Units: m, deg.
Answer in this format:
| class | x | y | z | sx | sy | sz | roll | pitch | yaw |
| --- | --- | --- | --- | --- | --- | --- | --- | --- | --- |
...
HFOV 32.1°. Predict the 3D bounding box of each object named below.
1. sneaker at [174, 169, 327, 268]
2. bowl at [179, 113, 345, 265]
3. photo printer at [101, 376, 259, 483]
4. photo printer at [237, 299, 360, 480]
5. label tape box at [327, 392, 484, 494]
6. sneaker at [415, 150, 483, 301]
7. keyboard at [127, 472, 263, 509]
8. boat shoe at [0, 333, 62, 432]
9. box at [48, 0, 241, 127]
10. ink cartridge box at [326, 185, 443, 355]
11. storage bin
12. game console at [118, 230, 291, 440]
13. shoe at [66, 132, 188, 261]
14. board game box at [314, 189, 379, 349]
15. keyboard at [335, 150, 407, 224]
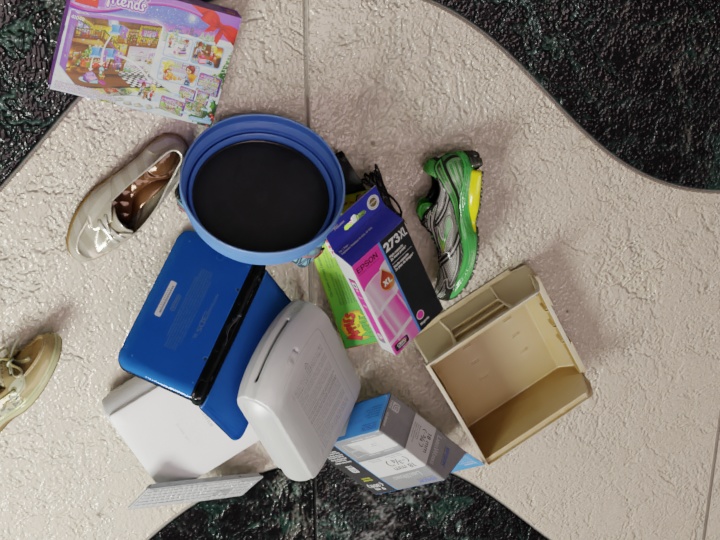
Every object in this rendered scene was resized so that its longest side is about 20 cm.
| class | x | y | z | sx | sy | sz | roll | pitch | yaw |
| --- | --- | --- | --- | --- | --- | --- | --- | --- | --- |
| sneaker | -0.140 | -0.052 | 1.546 | 0.197 | 0.080 | 0.096 | 21 | 143 | 4 |
| bowl | -0.118 | -0.096 | 1.495 | 0.197 | 0.203 | 0.040 | -7 | 151 | -14 |
| photo printer | -0.215 | 0.183 | 1.650 | 0.198 | 0.070 | 0.168 | -30 | 119 | -2 |
| photo printer | -0.080 | 0.149 | 1.605 | 0.168 | 0.069 | 0.201 | -62 | 148 | -29 |
| label tape box | 0.053 | 0.258 | 1.730 | 0.199 | 0.064 | 0.143 | 39 | 141 | -27 |
| sneaker | 0.110 | -0.059 | 1.649 | 0.084 | 0.078 | 0.203 | -1 | 105 | -9 |
| keyboard | -0.219 | 0.297 | 1.678 | 0.198 | 0.011 | 0.056 | 3 | 136 | -47 |
| boat shoe | -0.450 | 0.150 | 1.559 | 0.200 | 0.073 | 0.063 | -47 | 121 | 8 |
| box | -0.250 | -0.258 | 1.455 | 0.197 | 0.039 | 0.139 | 12 | 110 | -22 |
| ink cartridge box | 0.031 | 0.002 | 1.564 | 0.095 | 0.037 | 0.201 | -42 | 124 | -21 |
| storage bin | 0.202 | 0.130 | 1.744 | 0.197 | 0.094 | 0.201 | -32 | 119 | -1 |
| game console | -0.189 | 0.082 | 1.580 | 0.169 | 0.119 | 0.202 | 23 | 66 | 3 |
| shoe | -0.283 | -0.085 | 1.515 | 0.200 | 0.053 | 0.070 | -46 | 118 | 6 |
| board game box | 0.000 | 0.000 | 1.626 | 0.100 | 0.048 | 0.202 | -12 | 121 | 12 |
| keyboard | 0.007 | -0.071 | 1.633 | 0.103 | 0.040 | 0.201 | -23 | 120 | 17 |
